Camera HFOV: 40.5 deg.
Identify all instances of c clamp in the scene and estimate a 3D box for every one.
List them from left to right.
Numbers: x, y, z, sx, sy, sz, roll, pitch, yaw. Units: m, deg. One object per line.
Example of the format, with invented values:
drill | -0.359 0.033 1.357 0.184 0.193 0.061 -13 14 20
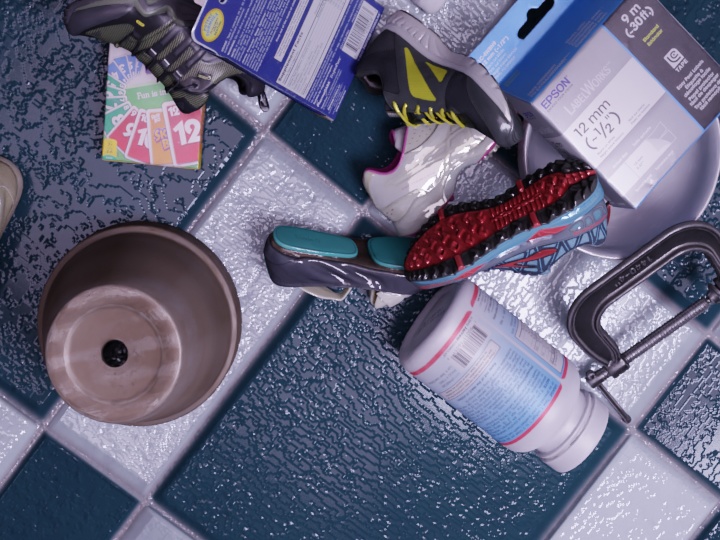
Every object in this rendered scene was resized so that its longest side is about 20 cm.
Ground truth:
c clamp | 0.291 0.045 0.968 0.200 0.027 0.170 -43 119 17

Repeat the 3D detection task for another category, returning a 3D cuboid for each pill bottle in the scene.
pill bottle | 0.143 0.106 0.962 0.199 0.109 0.109 38 93 -8

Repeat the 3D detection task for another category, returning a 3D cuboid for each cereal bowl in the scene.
cereal bowl | 0.245 -0.115 0.957 0.197 0.083 0.204 -1 96 -5

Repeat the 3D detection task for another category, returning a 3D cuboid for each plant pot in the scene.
plant pot | -0.213 0.059 0.897 0.196 0.174 0.204 0 96 -3

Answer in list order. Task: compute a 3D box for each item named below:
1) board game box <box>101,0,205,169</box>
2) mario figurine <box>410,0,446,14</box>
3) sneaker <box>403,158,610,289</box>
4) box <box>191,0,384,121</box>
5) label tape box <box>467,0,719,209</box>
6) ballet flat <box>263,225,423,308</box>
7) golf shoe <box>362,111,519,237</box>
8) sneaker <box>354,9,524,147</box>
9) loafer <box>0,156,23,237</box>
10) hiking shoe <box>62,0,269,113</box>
board game box | -0.194 -0.204 0.943 0.094 0.030 0.204 5 94 -6
mario figurine | 0.050 -0.329 0.935 0.197 0.106 0.125 9 60 -16
sneaker | 0.136 -0.018 0.893 0.198 0.080 0.096 -22 133 21
box | -0.067 -0.228 0.883 0.032 0.199 0.123 28 94 37
label tape box | 0.217 -0.176 0.875 0.200 0.066 0.143 43 92 -9
ballet flat | 0.000 0.000 0.965 0.197 0.073 0.074 6 96 -11
golf shoe | 0.083 -0.129 0.950 0.091 0.075 0.200 41 91 -4
sneaker | 0.071 -0.160 0.906 0.085 0.200 0.074 -45 142 2
loafer | -0.384 -0.015 0.927 0.075 0.068 0.203 20 95 -6
hiking shoe | -0.170 -0.197 0.889 0.197 0.076 0.102 3 93 -19
